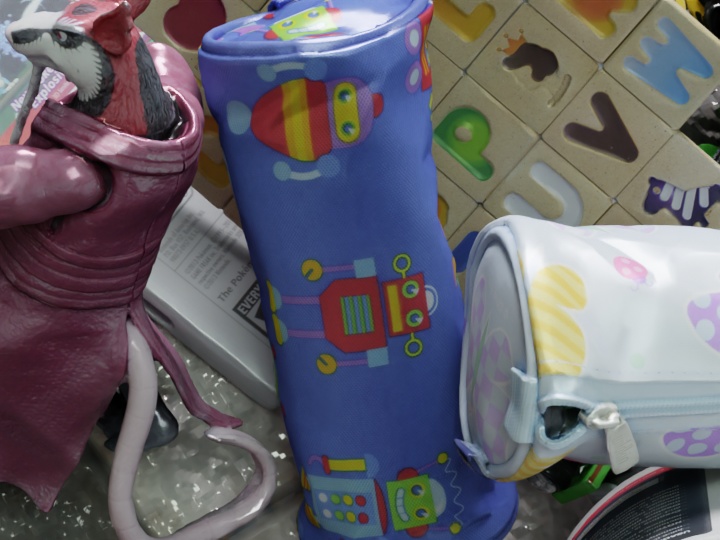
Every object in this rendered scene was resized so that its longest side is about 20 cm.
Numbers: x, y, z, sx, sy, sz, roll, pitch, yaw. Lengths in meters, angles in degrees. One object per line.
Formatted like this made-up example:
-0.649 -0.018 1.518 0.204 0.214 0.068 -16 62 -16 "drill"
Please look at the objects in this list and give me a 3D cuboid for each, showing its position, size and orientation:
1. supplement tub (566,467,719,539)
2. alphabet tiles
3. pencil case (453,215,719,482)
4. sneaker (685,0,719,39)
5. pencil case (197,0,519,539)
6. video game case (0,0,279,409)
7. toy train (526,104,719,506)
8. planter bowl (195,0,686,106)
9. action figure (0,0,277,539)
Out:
0.121 0.140 0.912 0.140 0.200 0.141 1 98 5 "supplement tub"
0.025 -0.056 0.986 0.200 0.167 0.006 41 27 -2 "alphabet tiles"
0.129 0.025 0.927 0.199 0.091 0.084 0 101 -16 "pencil case"
0.156 -0.086 1.056 0.070 0.090 0.200 56 37 -26 "sneaker"
0.000 0.000 0.969 0.078 0.087 0.201 -11 110 -1 "pencil case"
-0.044 -0.079 1.063 0.182 0.023 0.200 38 67 1 "video game case"
0.123 0.008 1.066 0.056 0.042 0.200 38 65 -10 "toy train"
0.035 -0.110 1.036 0.199 0.083 0.201 5 70 -13 "planter bowl"
-0.091 -0.006 0.919 0.149 0.200 0.134 44 48 19 "action figure"
